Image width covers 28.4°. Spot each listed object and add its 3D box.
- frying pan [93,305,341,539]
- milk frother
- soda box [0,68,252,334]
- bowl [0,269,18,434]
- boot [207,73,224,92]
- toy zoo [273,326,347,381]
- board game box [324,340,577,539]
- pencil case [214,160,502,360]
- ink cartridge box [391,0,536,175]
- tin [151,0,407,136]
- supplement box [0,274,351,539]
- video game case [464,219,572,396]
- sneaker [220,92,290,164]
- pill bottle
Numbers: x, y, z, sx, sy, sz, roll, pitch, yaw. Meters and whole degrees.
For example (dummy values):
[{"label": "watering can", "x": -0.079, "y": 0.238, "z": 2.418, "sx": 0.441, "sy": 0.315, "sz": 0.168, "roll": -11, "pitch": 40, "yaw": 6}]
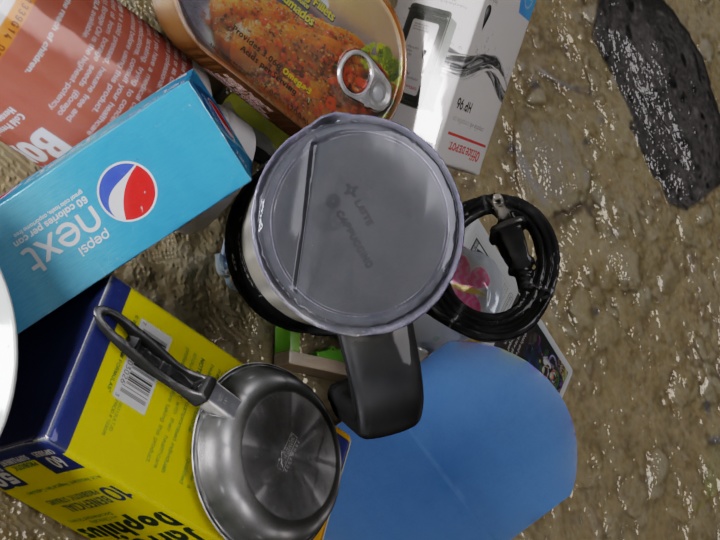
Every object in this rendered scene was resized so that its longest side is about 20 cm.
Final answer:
[{"label": "frying pan", "x": -0.067, "y": 0.078, "z": 0.834, "sx": 0.115, "sy": 0.031, "sz": 0.192, "roll": -39, "pitch": 107, "yaw": -45}, {"label": "milk frother", "x": 0.034, "y": -0.016, "z": 0.848, "sx": 0.199, "sy": 0.188, "sz": 0.182, "roll": -32, "pitch": 94, "yaw": -9}, {"label": "soda box", "x": -0.161, "y": -0.031, "z": 0.819, "sx": 0.068, "sy": 0.199, "sz": 0.064, "roll": 56, "pitch": 5, "yaw": -14}, {"label": "bowl", "x": -0.285, "y": 0.045, "z": 0.734, "sx": 0.199, "sy": 0.090, "sz": 0.204, "roll": 6, "pitch": 80, "yaw": -33}, {"label": "boot", "x": -0.041, "y": -0.199, "z": 1.008, "sx": 0.071, "sy": 0.145, "sz": 0.201, "roll": 56, "pitch": 47, "yaw": -32}, {"label": "toy zoo", "x": -0.008, "y": -0.016, "z": 1.073, "sx": 0.130, "sy": 0.020, "sz": 0.203, "roll": 16, "pitch": 67, "yaw": -39}, {"label": "board game box", "x": 0.053, "y": 0.136, "z": 1.015, "sx": 0.199, "sy": 0.039, "sz": 0.159, "roll": -37, "pitch": 112, "yaw": 3}, {"label": "pencil case", "x": 0.000, "y": 0.000, "z": 0.991, "sx": 0.198, "sy": 0.083, "sz": 0.092, "roll": 24, "pitch": 101, "yaw": -16}, {"label": "ink cartridge box", "x": 0.060, "y": -0.138, "z": 1.028, "sx": 0.116, "sy": 0.067, "sz": 0.203, "roll": 3, "pitch": 107, "yaw": -68}, {"label": "tin", "x": -0.050, "y": -0.160, "z": 0.913, "sx": 0.199, "sy": 0.042, "sz": 0.113, "roll": 37, "pitch": 75, "yaw": -35}, {"label": "supplement box", "x": -0.120, "y": 0.109, "z": 0.866, "sx": 0.199, "sy": 0.108, "sz": 0.111, "roll": 37, "pitch": 55, "yaw": -29}, {"label": "video game case", "x": 0.089, "y": 0.091, "z": 1.112, "sx": 0.183, "sy": 0.023, "sz": 0.201, "roll": 54, "pitch": 47, "yaw": -29}, {"label": "sneaker", "x": -0.030, "y": -0.133, "z": 1.035, "sx": 0.075, "sy": 0.077, "sz": 0.199, "roll": 43, "pitch": 37, "yaw": 16}, {"label": "pill bottle", "x": -0.165, "y": -0.109, "z": 0.889, "sx": 0.199, "sy": 0.111, "sz": 0.113, "roll": 35, "pitch": 56, "yaw": -30}]
